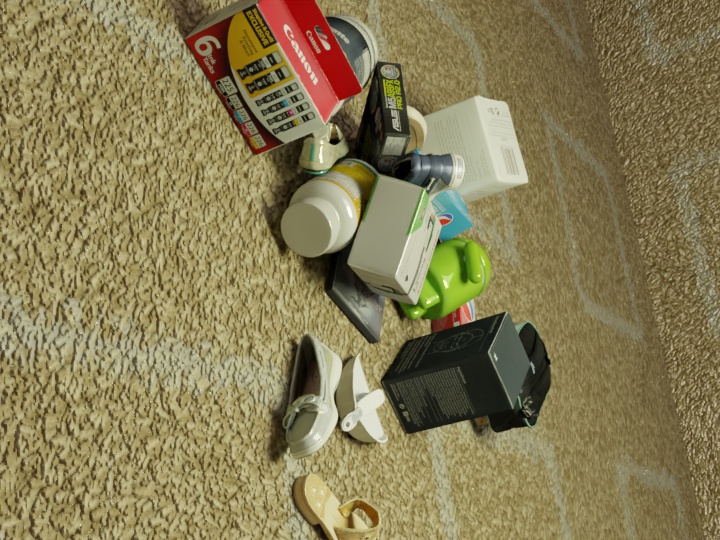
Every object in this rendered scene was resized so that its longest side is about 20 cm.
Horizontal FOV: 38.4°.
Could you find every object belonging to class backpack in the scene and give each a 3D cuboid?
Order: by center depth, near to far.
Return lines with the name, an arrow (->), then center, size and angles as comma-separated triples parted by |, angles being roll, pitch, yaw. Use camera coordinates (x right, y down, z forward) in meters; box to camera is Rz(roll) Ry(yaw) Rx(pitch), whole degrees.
backpack -> 0.279, 0.193, 1.957 | 0.200, 0.152, 0.177 | -40, 112, -51

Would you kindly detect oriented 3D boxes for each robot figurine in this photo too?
robot figurine -> 0.150, 0.012, 1.828 | 0.199, 0.176, 0.116 | -27, 76, -38

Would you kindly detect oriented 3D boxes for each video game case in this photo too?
video game case -> 0.000, 0.000, 1.701 | 0.143, 0.019, 0.202 | 50, 34, -37

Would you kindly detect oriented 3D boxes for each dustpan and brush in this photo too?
dustpan and brush -> -0.003, 0.206, 1.527 | 0.200, 0.057, 0.141 | -23, 95, -63

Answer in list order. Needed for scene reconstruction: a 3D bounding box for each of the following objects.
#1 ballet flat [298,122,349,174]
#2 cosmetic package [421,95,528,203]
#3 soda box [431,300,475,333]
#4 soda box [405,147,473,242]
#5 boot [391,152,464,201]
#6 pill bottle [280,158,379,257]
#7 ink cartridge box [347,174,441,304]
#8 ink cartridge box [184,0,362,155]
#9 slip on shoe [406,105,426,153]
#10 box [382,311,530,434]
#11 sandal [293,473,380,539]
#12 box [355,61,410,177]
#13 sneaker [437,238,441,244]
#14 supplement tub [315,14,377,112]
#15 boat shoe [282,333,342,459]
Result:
ballet flat -> -0.053, -0.202, 1.623 | 0.200, 0.067, 0.063 | -74, 169, -71
cosmetic package -> 0.186, -0.218, 1.976 | 0.167, 0.198, 0.168 | -8, 81, -62
soda box -> 0.173, 0.050, 1.944 | 0.070, 0.063, 0.202 | 38, 43, -47
soda box -> 0.123, -0.130, 1.825 | 0.200, 0.067, 0.065 | 40, 27, -50
boot -> 0.079, -0.146, 1.624 | 0.089, 0.200, 0.074 | 4, 77, -22
pill bottle -> -0.043, -0.093, 1.573 | 0.114, 0.112, 0.200 | 66, 27, -11
ink cartridge box -> 0.057, -0.043, 1.609 | 0.200, 0.083, 0.148 | 46, 62, -72
ink cartridge box -> -0.120, -0.293, 1.479 | 0.201, 0.174, 0.084 | 58, 30, -24
slip on shoe -> 0.069, -0.215, 1.828 | 0.200, 0.075, 0.061 | 106, 6, -63
box -> 0.160, 0.168, 1.702 | 0.108, 0.198, 0.149 | 64, 29, -14
sandal -> -0.007, 0.348, 1.425 | 0.212, 0.069, 0.078 | 51, 34, -35
box -> 0.034, -0.217, 1.714 | 0.201, 0.044, 0.162 | 109, -20, -54
sneaker -> 0.086, -0.074, 1.862 | 0.200, 0.075, 0.092 | 26, 45, -66
supplement tub -> -0.060, -0.326, 1.647 | 0.141, 0.139, 0.200 | 64, 28, -16
boat shoe -> -0.072, 0.172, 1.413 | 0.065, 0.074, 0.203 | 49, 31, -26
